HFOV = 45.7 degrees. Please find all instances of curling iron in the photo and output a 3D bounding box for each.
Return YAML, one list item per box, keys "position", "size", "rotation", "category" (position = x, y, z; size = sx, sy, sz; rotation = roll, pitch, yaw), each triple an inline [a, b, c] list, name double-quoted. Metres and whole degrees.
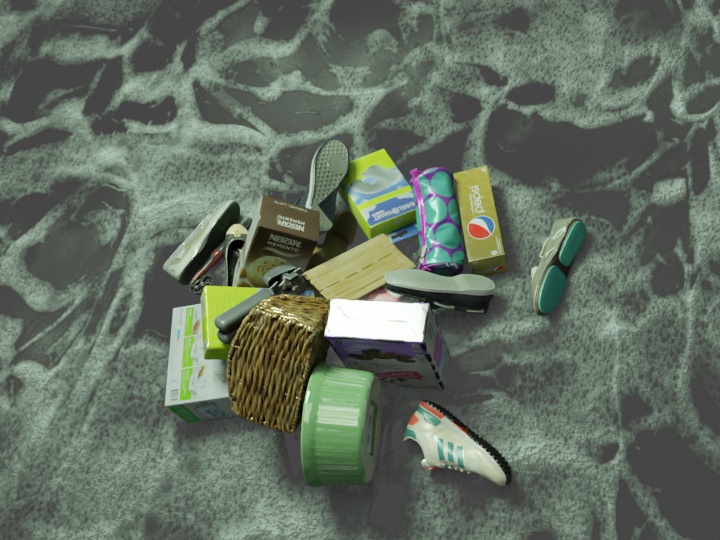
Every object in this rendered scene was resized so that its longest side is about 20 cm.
- position: [-0.280, -0.028, 1.740]
  size: [0.049, 0.026, 0.201]
  rotation: [30, 68, 8]
  category: "curling iron"

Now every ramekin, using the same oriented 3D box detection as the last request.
- position: [-0.026, 0.253, 1.392]
  size: [0.097, 0.201, 0.202]
  rotation: [3, 61, 11]
  category: "ramekin"

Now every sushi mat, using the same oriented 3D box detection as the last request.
- position: [0.000, 0.000, 1.535]
  size: [0.199, 0.012, 0.096]
  rotation: [-27, 64, -34]
  category: "sushi mat"

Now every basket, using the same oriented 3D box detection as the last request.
- position: [-0.136, 0.142, 1.427]
  size: [0.141, 0.149, 0.202]
  rotation: [16, 109, 8]
  category: "basket"

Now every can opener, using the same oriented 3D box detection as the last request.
- position: [-0.175, 0.052, 1.471]
  size: [0.199, 0.054, 0.067]
  rotation: [-32, 42, -33]
  category: "can opener"

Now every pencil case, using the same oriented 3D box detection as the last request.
- position: [0.139, -0.084, 1.570]
  size: [0.085, 0.092, 0.202]
  rotation: [-29, 60, 48]
  category: "pencil case"

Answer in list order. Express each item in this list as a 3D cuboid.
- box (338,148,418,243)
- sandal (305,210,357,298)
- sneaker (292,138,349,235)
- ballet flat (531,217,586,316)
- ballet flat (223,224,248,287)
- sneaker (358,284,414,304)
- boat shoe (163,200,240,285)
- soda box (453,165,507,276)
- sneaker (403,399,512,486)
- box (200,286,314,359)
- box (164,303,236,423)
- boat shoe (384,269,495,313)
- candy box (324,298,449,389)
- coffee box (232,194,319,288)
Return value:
- position: [0.038, -0.142, 1.670]
  size: [0.121, 0.048, 0.201]
  rotation: [-22, 54, -14]
  category: "box"
- position: [-0.075, -0.021, 1.654]
  size: [0.069, 0.078, 0.213]
  rotation: [-14, 42, 49]
  category: "sandal"
- position: [-0.091, -0.150, 1.670]
  size: [0.076, 0.146, 0.204]
  rotation: [23, 67, -19]
  category: "sneaker"
- position: [0.337, -0.006, 1.508]
  size: [0.063, 0.067, 0.201]
  rotation: [3, 57, 51]
  category: "ballet flat"
- position: [-0.237, -0.009, 1.687]
  size: [0.066, 0.057, 0.202]
  rotation: [-5, 60, -5]
  category: "ballet flat"
- position: [0.031, 0.080, 1.532]
  size: [0.104, 0.076, 0.200]
  rotation: [-31, 47, -19]
  category: "sneaker"
- position: [-0.323, -0.066, 1.746]
  size: [0.064, 0.074, 0.203]
  rotation: [31, 81, 26]
  category: "boat shoe"
- position: [0.222, -0.091, 1.584]
  size: [0.067, 0.064, 0.202]
  rotation: [-12, 58, 10]
  category: "soda box"
- position: [0.153, 0.300, 1.389]
  size: [0.199, 0.070, 0.094]
  rotation: [37, 95, 30]
  category: "sneaker"
- position: [-0.176, 0.093, 1.503]
  size: [0.198, 0.048, 0.123]
  rotation: [3, 58, -20]
  category: "box"
- position: [-0.257, 0.161, 1.577]
  size: [0.174, 0.097, 0.202]
  rotation: [-10, 58, 12]
  category: "box"
- position: [0.136, 0.041, 1.494]
  size: [0.198, 0.061, 0.076]
  rotation: [7, 26, -5]
  category: "boat shoe"
- position: [0.050, 0.125, 1.433]
  size: [0.166, 0.200, 0.072]
  rotation: [2, 62, 18]
  category: "candy box"
- position: [-0.157, -0.030, 1.571]
  size: [0.113, 0.201, 0.080]
  rotation: [14, 46, -13]
  category: "coffee box"
